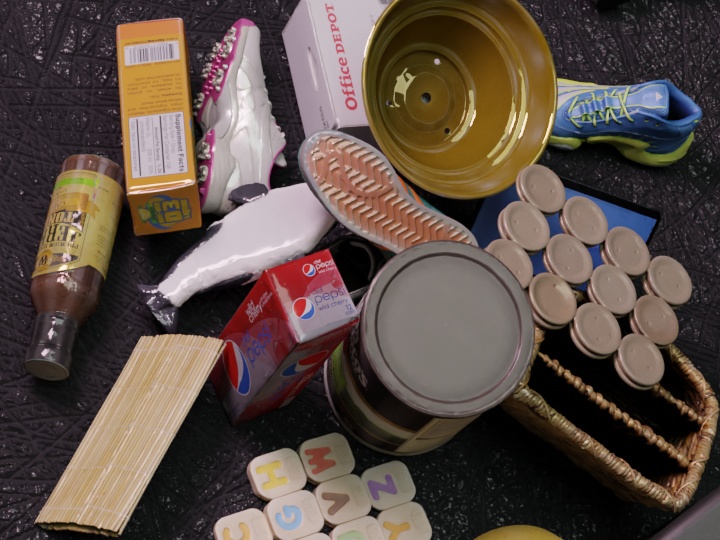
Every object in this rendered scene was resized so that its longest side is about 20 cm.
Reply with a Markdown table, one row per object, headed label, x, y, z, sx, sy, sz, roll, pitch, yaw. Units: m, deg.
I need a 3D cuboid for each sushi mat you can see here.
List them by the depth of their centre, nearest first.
| label | x | y | z | sx | sy | sz | roll | pitch | yaw |
| --- | --- | --- | --- | --- | --- | --- | --- | --- | --- |
| sushi mat | -0.191 | 0.135 | 1.523 | 0.012 | 0.095 | 0.201 | 55 | 50 | -38 |

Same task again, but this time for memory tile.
| label | x | y | z | sx | sy | sz | roll | pitch | yaw |
| --- | --- | --- | --- | --- | --- | --- | --- | --- | --- |
| memory tile | 0.203 | 0.006 | 1.621 | 0.199 | 0.017 | 0.154 | 35 | 50 | -11 |

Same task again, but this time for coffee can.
| label | x | y | z | sx | sy | sz | roll | pitch | yaw |
| --- | --- | --- | --- | --- | --- | --- | --- | --- | --- |
| coffee can | 0.055 | 0.072 | 1.559 | 0.145 | 0.200 | 0.148 | 3 | 74 | -10 |

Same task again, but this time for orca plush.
| label | x | y | z | sx | sy | sz | roll | pitch | yaw |
| --- | --- | --- | --- | --- | --- | --- | --- | --- | --- |
| orca plush | -0.099 | -0.003 | 1.626 | 0.105 | 0.071 | 0.200 | 37 | 72 | 22 |

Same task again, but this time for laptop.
| label | x | y | z | sx | sy | sz | roll | pitch | yaw |
| --- | --- | --- | --- | --- | --- | --- | --- | --- | --- |
| laptop | 0.177 | 0.025 | 1.701 | 0.176 | 0.103 | 0.202 | 18 | 61 | -12 |

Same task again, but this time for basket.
| label | x | y | z | sx | sy | sz | roll | pitch | yaw |
| --- | --- | --- | --- | --- | --- | --- | --- | --- | --- |
| basket | 0.227 | 0.105 | 1.628 | 0.199 | 0.149 | 0.143 | 37 | 82 | -6 |

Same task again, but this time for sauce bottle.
| label | x | y | z | sx | sy | sz | roll | pitch | yaw |
| --- | --- | --- | --- | --- | --- | --- | --- | --- | --- |
| sauce bottle | -0.250 | -0.004 | 1.571 | 0.064 | 0.065 | 0.202 | 15 | 60 | -14 |

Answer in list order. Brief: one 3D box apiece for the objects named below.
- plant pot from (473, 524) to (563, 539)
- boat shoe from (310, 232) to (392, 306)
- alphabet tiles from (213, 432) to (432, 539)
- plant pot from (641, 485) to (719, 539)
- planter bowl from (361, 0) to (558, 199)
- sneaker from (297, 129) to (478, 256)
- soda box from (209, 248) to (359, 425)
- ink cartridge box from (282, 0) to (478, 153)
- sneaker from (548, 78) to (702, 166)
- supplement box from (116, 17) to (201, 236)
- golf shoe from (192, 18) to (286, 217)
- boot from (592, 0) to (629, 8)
| label | x | y | z | sx | sy | sz | roll | pitch | yaw |
| --- | --- | --- | --- | --- | --- | --- | --- | --- | --- |
| plant pot | 0.139 | 0.300 | 1.523 | 0.198 | 0.201 | 0.143 | 8 | 38 | -17 |
| boat shoe | 0.000 | 0.000 | 1.663 | 0.199 | 0.071 | 0.072 | -34 | 81 | -31 |
| alphabet tiles | -0.022 | 0.244 | 1.572 | 0.194 | 0.015 | 0.202 | -14 | 72 | -26 |
| plant pot | 0.307 | 0.300 | 1.577 | 0.176 | 0.200 | 0.201 | -20 | 75 | -21 |
| planter bowl | 0.075 | -0.162 | 1.663 | 0.198 | 0.083 | 0.203 | 1 | 87 | -24 |
| sneaker | 0.013 | -0.056 | 1.606 | 0.200 | 0.080 | 0.072 | 38 | 83 | -26 |
| soda box | -0.070 | 0.059 | 1.532 | 0.063 | 0.200 | 0.071 | -18 | 74 | -28 |
| ink cartridge box | 0.038 | -0.191 | 1.760 | 0.198 | 0.084 | 0.147 | -5 | 70 | -24 |
| sneaker | 0.253 | -0.168 | 1.821 | 0.198 | 0.105 | 0.076 | 10 | 62 | -17 |
| supplement box | -0.181 | -0.130 | 1.627 | 0.068 | 0.067 | 0.202 | -5 | 55 | -1 |
| golf shoe | -0.109 | -0.136 | 1.692 | 0.091 | 0.075 | 0.202 | 18 | 68 | -23 |
| boot | 0.281 | -0.386 | 1.976 | 0.187 | 0.069 | 0.201 | -18 | 66 | -19 |
